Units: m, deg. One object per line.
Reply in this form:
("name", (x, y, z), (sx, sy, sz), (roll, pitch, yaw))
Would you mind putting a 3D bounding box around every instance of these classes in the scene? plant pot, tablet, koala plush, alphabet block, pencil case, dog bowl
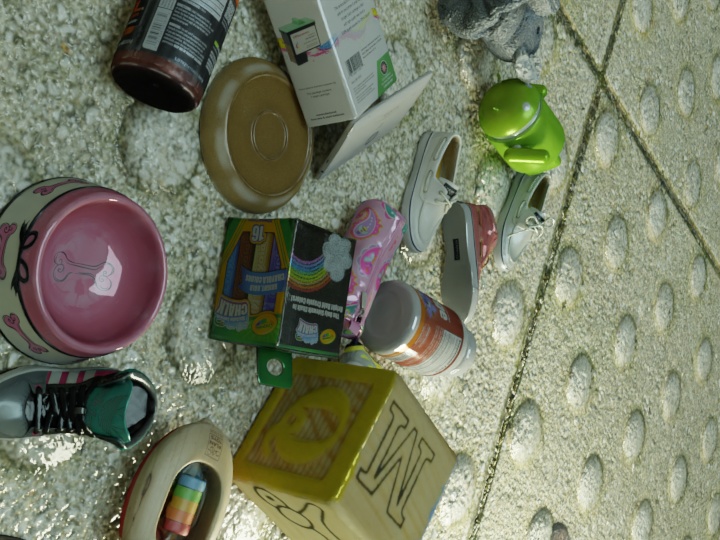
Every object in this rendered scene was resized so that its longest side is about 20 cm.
("plant pot", (-0.124, -0.174, 1.218), (0.199, 0.027, 0.203), (-5, 96, -50))
("tablet", (0.021, -0.204, 1.330), (0.014, 0.130, 0.200), (46, 48, 6))
("koala plush", (0.234, -0.412, 1.538), (0.200, 0.183, 0.178), (44, 18, -53))
("alphabet block", (-0.019, 0.258, 1.248), (0.201, 0.194, 0.197), (56, 50, -38))
("pencil case", (0.000, 0.000, 1.336), (0.087, 0.087, 0.202), (47, 57, -41))
("dog bowl", (-0.289, 0.002, 0.993), (0.199, 0.073, 0.203), (-4, 95, -51))

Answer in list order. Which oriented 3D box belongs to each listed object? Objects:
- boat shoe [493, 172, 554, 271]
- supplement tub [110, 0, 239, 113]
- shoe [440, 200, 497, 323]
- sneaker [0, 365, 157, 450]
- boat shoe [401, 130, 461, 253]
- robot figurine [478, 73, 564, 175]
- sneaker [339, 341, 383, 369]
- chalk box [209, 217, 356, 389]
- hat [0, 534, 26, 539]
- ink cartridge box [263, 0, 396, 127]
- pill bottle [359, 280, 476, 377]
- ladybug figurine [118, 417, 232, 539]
("boat shoe", (0.305, -0.090, 1.697), (0.075, 0.085, 0.204), (45, 59, -42))
("supplement tub", (-0.199, -0.287, 1.057), (0.107, 0.106, 0.202), (35, 65, -46))
("shoe", (0.186, -0.014, 1.569), (0.090, 0.071, 0.203), (-2, 90, -45))
("sneaker", (-0.287, 0.143, 0.966), (0.199, 0.120, 0.085), (-3, 95, -50))
("boat shoe", (0.119, -0.125, 1.481), (0.071, 0.069, 0.202), (30, 70, -47))
("robot figurine", (0.278, -0.249, 1.630), (0.200, 0.115, 0.177), (42, 45, -42))
("sneaker", (0.024, 0.183, 1.387), (0.077, 0.075, 0.201), (-87, 161, -43))
("chalk box", (-0.101, 0.044, 1.187), (0.124, 0.123, 0.203), (17, 80, -50))
("hat", (-0.351, 0.371, 0.937), (0.199, 0.080, 0.203), (-5, 97, -49))
("ink cartridge box", (-0.039, -0.314, 1.246), (0.145, 0.083, 0.202), (-51, 129, -50))
("pill bottle", (0.092, 0.097, 1.432), (0.199, 0.111, 0.113), (29, 71, -48))
("ladybug figurine", (-0.219, 0.267, 1.097), (0.136, 0.071, 0.202), (41, 62, -43))
